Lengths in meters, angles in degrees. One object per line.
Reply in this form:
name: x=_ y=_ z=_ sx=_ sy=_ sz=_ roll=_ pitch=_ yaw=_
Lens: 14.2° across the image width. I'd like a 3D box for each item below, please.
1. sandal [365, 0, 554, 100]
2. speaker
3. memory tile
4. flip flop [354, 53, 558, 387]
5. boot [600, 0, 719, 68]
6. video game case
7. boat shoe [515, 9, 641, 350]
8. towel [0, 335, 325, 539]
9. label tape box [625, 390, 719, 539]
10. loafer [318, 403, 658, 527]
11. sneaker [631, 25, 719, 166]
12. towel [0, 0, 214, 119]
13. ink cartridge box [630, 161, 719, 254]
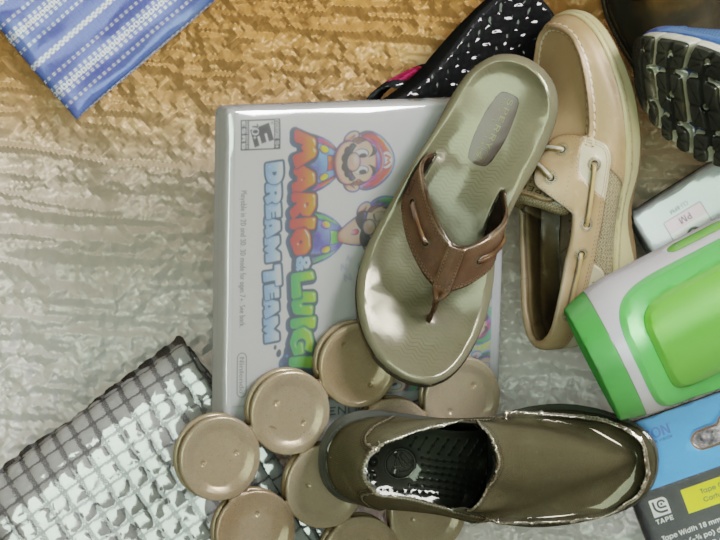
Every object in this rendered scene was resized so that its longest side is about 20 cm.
sandal: x=0.038 y=-0.091 z=1.738 sx=0.200 sy=0.045 sz=0.075 roll=-43 pitch=112 yaw=-11
speaker: x=0.222 y=0.009 z=1.669 sx=0.200 sy=0.088 sz=0.089 roll=-27 pitch=91 yaw=1
memory tile: x=-0.003 y=0.111 z=1.689 sx=0.200 sy=0.017 sz=0.154 roll=-32 pitch=107 yaw=-17
flip flop: x=0.057 y=-0.031 z=1.658 sx=0.081 sy=0.058 sz=0.200 roll=26 pitch=87 yaw=-1
boot: x=0.177 y=-0.178 z=1.702 sx=0.075 sy=0.097 sz=0.201 roll=-20 pitch=91 yaw=1
video game case: x=0.000 y=0.000 z=1.697 sx=0.182 sy=0.024 sz=0.201 roll=-3 pitch=100 yaw=-25
boat shoe: x=0.122 y=-0.053 z=1.709 sx=0.064 sy=0.071 sz=0.201 roll=-8 pitch=96 yaw=-34
towel: x=-0.113 y=0.165 z=1.730 sx=0.165 sy=0.086 sz=0.200 roll=-35 pitch=96 yaw=-5
label tape box: x=0.248 y=0.162 z=1.722 sx=0.144 sy=0.063 sz=0.201 roll=-20 pitch=91 yaw=10
loafer: x=0.078 y=0.117 z=1.660 sx=0.199 sy=0.070 sz=0.075 roll=-1 pitch=96 yaw=-11
sneaker: x=0.252 y=-0.105 z=1.664 sx=0.199 sy=0.089 sz=0.079 roll=15 pitch=127 yaw=22
towel: x=-0.183 y=-0.213 z=1.749 sx=0.145 sy=0.024 sz=0.200 roll=-40 pitch=91 yaw=3
ink cartridge box: x=0.279 y=0.009 z=1.731 sx=0.162 sy=0.057 sz=0.200 roll=-32 pitch=86 yaw=2
